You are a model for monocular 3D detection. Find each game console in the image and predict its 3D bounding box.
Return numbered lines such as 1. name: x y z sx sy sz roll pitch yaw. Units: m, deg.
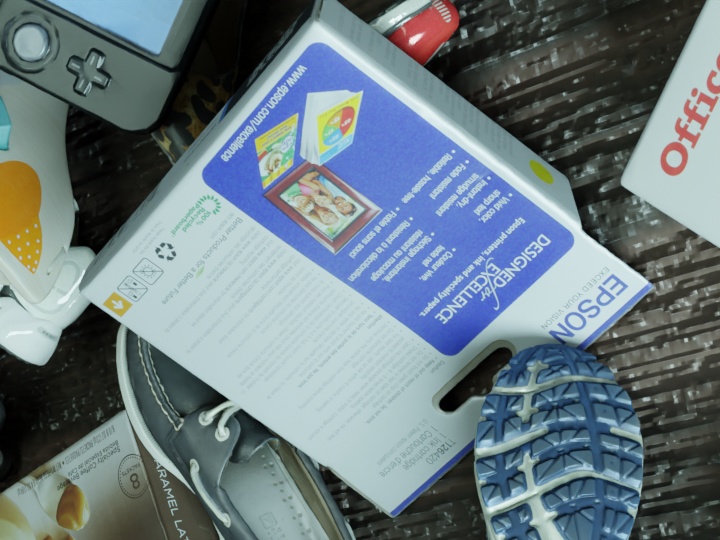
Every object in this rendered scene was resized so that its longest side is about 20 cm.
1. game console: -0.148 -0.188 0.783 0.175 0.116 0.201 27 99 6

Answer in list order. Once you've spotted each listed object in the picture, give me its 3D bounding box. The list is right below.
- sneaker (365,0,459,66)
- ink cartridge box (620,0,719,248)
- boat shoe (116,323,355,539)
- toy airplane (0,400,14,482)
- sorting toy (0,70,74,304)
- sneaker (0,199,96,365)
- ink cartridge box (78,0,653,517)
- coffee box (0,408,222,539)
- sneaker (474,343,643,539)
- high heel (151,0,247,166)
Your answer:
1. sneaker: 0.001 -0.052 0.808 0.085 0.077 0.200 41 121 9
2. ink cartridge box: 0.219 -0.048 0.611 0.200 0.083 0.145 37 114 33
3. boat shoe: -0.060 0.099 0.832 0.201 0.074 0.060 64 147 11
4. toy airplane: -0.318 0.125 0.964 0.141 0.199 0.201 33 104 15
5. sorting toy: -0.249 -0.083 0.936 0.198 0.181 0.107 4 136 20
6. sneaker: -0.214 -0.037 0.978 0.081 0.075 0.200 -41 60 7
7. ink cartridge box: 0.000 0.000 0.772 0.199 0.047 0.198 35 121 -16
8. coffee box: -0.147 0.165 0.914 0.199 0.079 0.115 -33 71 35
9. sneaker: 0.084 0.133 0.724 0.085 0.076 0.202 104 167 -65
10. high heel: -0.070 -0.157 0.845 0.142 0.071 0.202 -26 66 43
